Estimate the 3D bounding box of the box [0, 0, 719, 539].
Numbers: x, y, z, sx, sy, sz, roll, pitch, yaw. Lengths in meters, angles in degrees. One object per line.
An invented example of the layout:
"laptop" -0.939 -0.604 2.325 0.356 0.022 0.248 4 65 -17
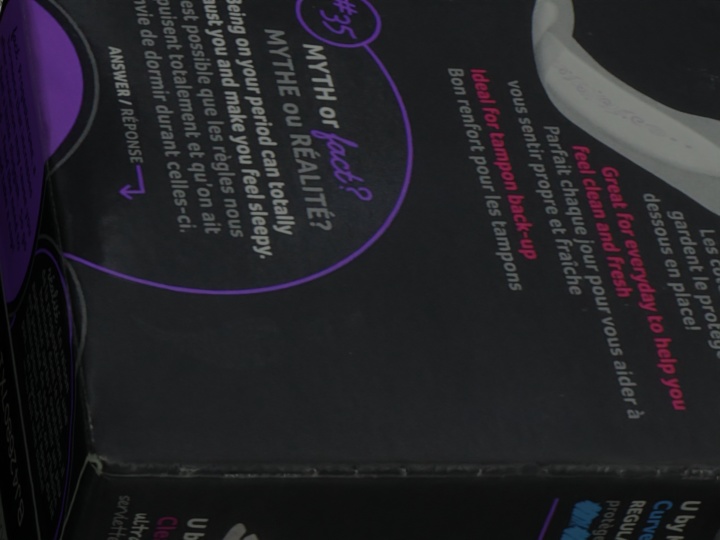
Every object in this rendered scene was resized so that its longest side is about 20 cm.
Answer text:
"box" 0.029 0.021 0.557 0.106 0.199 0.123 111 -26 -46
